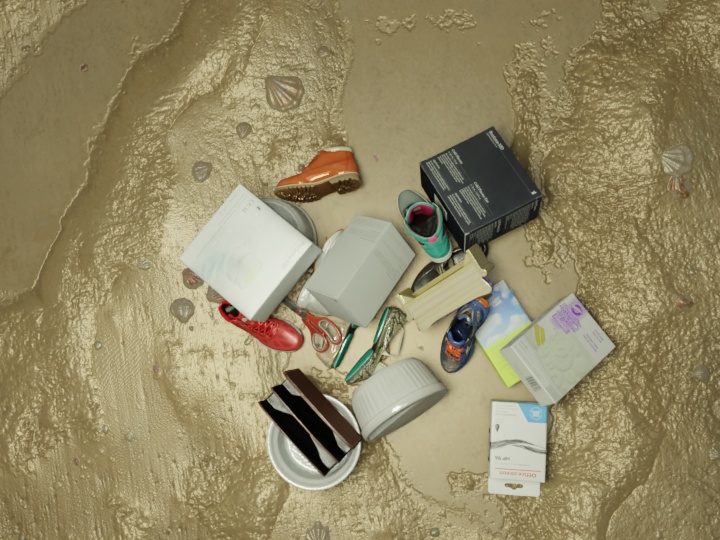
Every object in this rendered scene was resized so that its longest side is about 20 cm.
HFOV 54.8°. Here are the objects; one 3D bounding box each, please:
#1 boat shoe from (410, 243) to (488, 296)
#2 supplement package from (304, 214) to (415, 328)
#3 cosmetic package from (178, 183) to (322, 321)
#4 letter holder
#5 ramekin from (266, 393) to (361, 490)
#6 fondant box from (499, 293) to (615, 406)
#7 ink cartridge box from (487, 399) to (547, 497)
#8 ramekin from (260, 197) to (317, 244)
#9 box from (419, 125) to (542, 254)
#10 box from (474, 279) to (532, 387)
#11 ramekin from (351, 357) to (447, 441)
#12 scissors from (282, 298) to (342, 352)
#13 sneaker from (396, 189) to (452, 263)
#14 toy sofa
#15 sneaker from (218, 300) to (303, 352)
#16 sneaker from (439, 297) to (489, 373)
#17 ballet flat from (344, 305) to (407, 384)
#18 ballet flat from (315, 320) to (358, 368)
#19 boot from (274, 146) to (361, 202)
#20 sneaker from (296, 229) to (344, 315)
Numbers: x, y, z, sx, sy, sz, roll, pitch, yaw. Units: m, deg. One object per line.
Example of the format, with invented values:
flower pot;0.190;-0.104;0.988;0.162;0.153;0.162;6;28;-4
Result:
boat shoe;0.191;-0.007;1.512;0.200;0.073;0.075;-39;81;1
supplement package;0.000;0.000;1.468;0.117;0.117;0.200;17;66;45
cosmetic package;-0.223;-0.033;1.432;0.200;0.123;0.199;39;90;7
letter holder;-0.105;0.302;1.379;0.101;0.142;0.200;-44;81;0
ramekin;-0.093;0.362;1.492;0.200;0.098;0.201;-1;83;7
fondant box;0.408;0.162;1.438;0.200;0.058;0.144;-35;84;-24
ink cartridge box;0.328;0.376;1.459;0.116;0.068;0.200;2;85;7
ramekin;-0.201;-0.068;1.546;0.200;0.105;0.201;-1;83;6
box;0.251;-0.170;1.475;0.182;0.104;0.200;-27;67;-4
box;0.312;0.136;1.496;0.122;0.048;0.200;-32;82;1
ramekin;0.072;0.262;1.440;0.202;0.202;0.094;-33;70;2
scissors;-0.120;0.093;1.516;0.073;0.014;0.200;-44;79;17
sneaker;0.123;-0.119;1.482;0.084;0.121;0.200;-31;58;2
toy sofa;0.182;0.038;1.438;0.200;0.083;0.098;-35;87;24
sneaker;-0.227;0.124;1.522;0.200;0.116;0.078;21;87;9
sneaker;0.204;0.141;1.457;0.075;0.078;0.200;27;127;21
ballet flat;0.045;0.176;1.518;0.075;0.068;0.200;31;86;-7
ballet flat;-0.037;0.118;1.530;0.067;0.068;0.200;30;86;17
boot;-0.101;-0.219;1.576;0.200;0.075;0.107;-12;68;7
sneaker;-0.063;0.007;1.546;0.092;0.076;0.200;26;95;1
